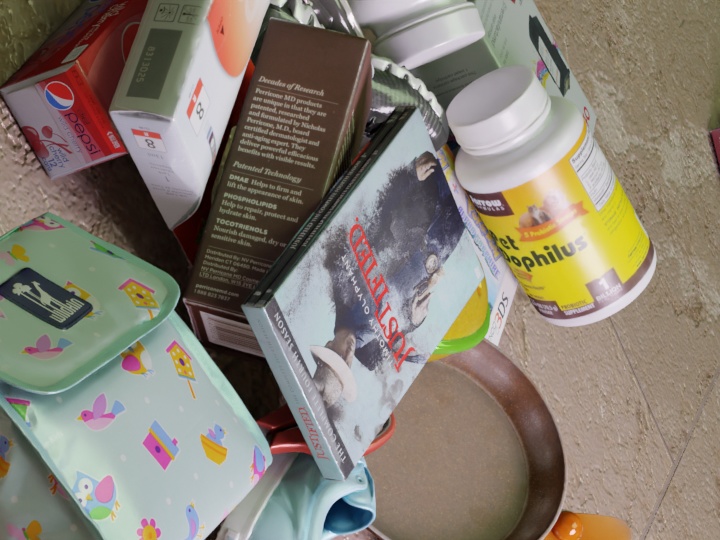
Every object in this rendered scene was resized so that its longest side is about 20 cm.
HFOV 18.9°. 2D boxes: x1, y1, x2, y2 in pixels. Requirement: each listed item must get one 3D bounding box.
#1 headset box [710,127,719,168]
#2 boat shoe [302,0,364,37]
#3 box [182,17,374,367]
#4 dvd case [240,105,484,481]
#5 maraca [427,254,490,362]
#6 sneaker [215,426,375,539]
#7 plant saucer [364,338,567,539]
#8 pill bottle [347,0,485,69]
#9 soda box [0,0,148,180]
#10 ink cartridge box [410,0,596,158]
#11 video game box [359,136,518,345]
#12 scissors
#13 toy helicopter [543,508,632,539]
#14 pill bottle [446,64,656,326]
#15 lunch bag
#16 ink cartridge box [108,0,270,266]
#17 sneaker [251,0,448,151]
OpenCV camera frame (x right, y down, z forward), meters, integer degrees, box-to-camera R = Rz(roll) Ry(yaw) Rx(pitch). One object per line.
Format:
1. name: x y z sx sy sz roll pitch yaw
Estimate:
1. headset box: 0.463 -0.088 2.398 0.149 0.077 0.200 -5 79 -61
2. boat shoe: -0.056 -0.222 1.594 0.200 0.057 0.067 62 -5 -27
3. box: -0.050 -0.049 1.388 0.100 0.075 0.200 86 20 -71
4. dvd case: 0.007 0.013 1.363 0.200 0.022 0.146 -52 133 -37
5. maraca: 0.000 0.000 1.491 0.200 0.107 0.137 17 33 -20
6. sneaker: -0.022 0.134 1.407 0.082 0.074 0.200 28 47 5
7. plant saucer: 0.051 0.124 1.527 0.200 0.034 0.201 14 54 -20
8. pill bottle: 0.020 -0.257 1.657 0.112 0.112 0.200 -18 86 -61
9. soda box: -0.147 -0.139 1.369 0.070 0.063 0.200 61 32 -21
10. ink cartridge box: 0.114 -0.154 1.805 0.200 0.083 0.146 57 28 -27
11. video game box: 0.047 -0.014 1.664 0.200 0.047 0.182 58 30 -26
12. scissors: -0.061 0.108 1.347 0.200 0.014 0.073 -23 65 -42
13. toy helicopter: 0.109 0.216 1.571 0.200 0.132 0.079 0 56 -49
14. pill bottle: 0.147 -0.060 1.708 0.200 0.109 0.109 57 33 -27
15. lunch bag: -0.163 0.075 1.174 0.200 0.122 0.170 60 33 -7
16. ink cartridge box: -0.087 -0.105 1.357 0.200 0.050 0.162 64 37 -55
17. sneaker: -0.022 -0.124 1.562 0.200 0.066 0.091 33 56 -27
